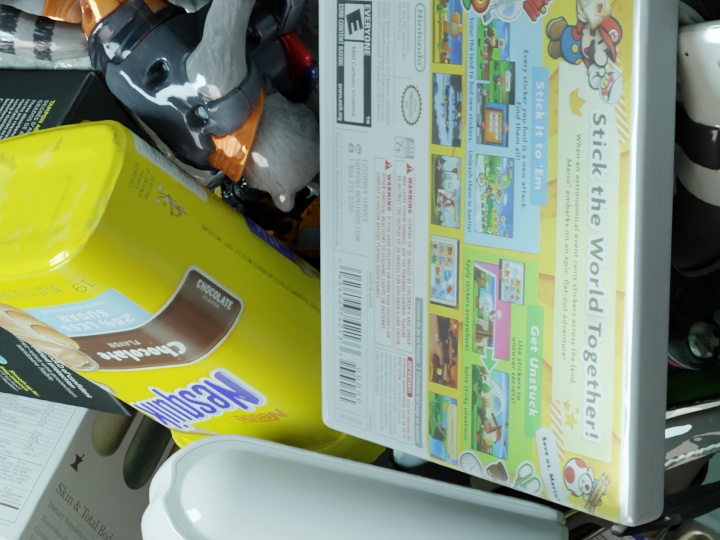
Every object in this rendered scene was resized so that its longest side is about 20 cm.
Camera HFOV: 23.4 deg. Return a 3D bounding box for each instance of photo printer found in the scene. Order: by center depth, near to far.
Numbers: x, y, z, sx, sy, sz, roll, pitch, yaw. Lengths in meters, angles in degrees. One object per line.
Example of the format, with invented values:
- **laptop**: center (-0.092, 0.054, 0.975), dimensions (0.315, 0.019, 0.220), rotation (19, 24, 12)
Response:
- **photo printer**: center (-0.008, 0.142, 0.842), dimensions (0.198, 0.070, 0.167), rotation (13, 157, 3)

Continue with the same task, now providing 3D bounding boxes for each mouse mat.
- **mouse mat**: center (0.152, 0.049, 0.759), dimensions (0.199, 0.160, 0.008), rotation (-19, 86, 41)

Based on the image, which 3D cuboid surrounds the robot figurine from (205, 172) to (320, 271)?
- **robot figurine**: center (0.000, 0.000, 0.904), dimensions (0.199, 0.059, 0.145), rotation (1, 142, 40)

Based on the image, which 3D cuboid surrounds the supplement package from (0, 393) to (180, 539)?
- **supplement package**: center (-0.191, 0.104, 1.101), dimensions (0.149, 0.201, 0.152), rotation (9, 149, 30)

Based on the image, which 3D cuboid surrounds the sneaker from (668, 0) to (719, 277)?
- **sneaker**: center (0.144, -0.073, 0.646), dimensions (0.088, 0.074, 0.200), rotation (35, 148, 5)

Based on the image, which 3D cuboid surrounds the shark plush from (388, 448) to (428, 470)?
- **shark plush**: center (0.073, 0.022, 0.759), dimensions (0.082, 0.092, 0.200), rotation (8, 151, -12)

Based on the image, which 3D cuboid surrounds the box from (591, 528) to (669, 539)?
- **box**: center (0.074, 0.122, 0.998), dimensions (0.199, 0.032, 0.122), rotation (38, 133, 18)

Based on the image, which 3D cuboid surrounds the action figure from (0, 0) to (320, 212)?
- **action figure**: center (-0.098, -0.088, 0.794), dimensions (0.192, 0.105, 0.201), rotation (32, 152, 10)

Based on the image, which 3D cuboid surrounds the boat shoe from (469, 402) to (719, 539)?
- **boat shoe**: center (0.133, 0.102, 0.862), dimensions (0.201, 0.071, 0.061), rotation (-32, 74, 52)

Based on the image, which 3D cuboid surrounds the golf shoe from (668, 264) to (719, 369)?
- **golf shoe**: center (0.082, -0.018, 0.785), dimensions (0.200, 0.078, 0.088), rotation (40, 155, -25)

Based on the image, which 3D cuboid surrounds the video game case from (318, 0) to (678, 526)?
- **video game case**: center (0.048, -0.018, 0.684), dimensions (0.023, 0.202, 0.181), rotation (-8, -167, -39)

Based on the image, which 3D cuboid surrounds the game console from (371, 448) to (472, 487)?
- **game console**: center (-0.014, 0.114, 1.033), dimensions (0.199, 0.031, 0.178), rotation (31, 125, 24)

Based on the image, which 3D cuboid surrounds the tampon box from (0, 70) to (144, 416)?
- **tampon box**: center (-0.211, -0.020, 0.982), dimensions (0.198, 0.127, 0.150), rotation (6, 147, 34)

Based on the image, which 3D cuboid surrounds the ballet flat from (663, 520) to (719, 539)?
- **ballet flat**: center (0.170, 0.155, 1.022), dimensions (0.199, 0.072, 0.072), rotation (29, 153, 0)

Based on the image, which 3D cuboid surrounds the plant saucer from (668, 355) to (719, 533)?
- **plant saucer**: center (0.218, 0.103, 0.919), dimensions (0.198, 0.036, 0.201), rotation (21, 152, 12)

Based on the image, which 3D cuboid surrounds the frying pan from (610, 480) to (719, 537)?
- **frying pan**: center (0.207, 0.091, 0.804), dimensions (0.189, 0.031, 0.115), rotation (-25, 145, 5)

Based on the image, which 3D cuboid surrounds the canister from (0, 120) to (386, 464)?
- **canister**: center (-0.089, 0.017, 0.821), dimensions (0.148, 0.087, 0.200), rotation (-4, 148, 45)
